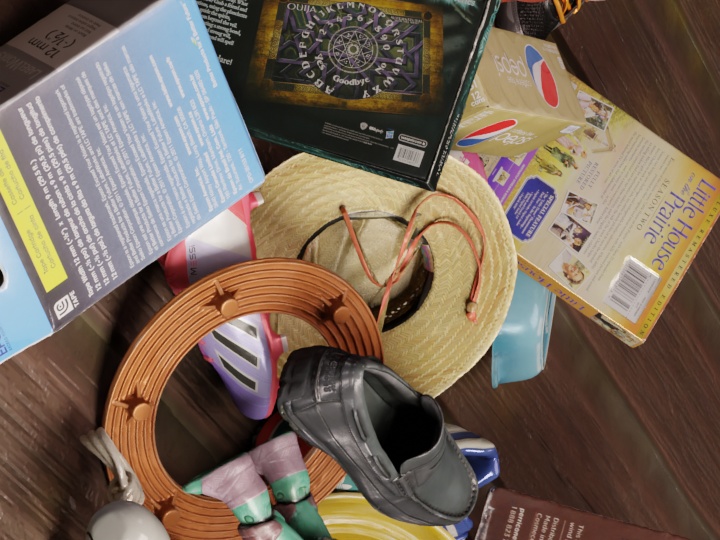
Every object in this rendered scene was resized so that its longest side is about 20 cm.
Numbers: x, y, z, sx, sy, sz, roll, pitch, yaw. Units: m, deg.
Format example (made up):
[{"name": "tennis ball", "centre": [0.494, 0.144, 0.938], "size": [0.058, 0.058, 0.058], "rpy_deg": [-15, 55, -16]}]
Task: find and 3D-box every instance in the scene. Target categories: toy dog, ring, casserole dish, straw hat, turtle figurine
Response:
[{"name": "toy dog", "centre": [-0.138, 0.202, 1.427], "size": [0.096, 0.132, 0.200], "rpy_deg": [-34, 128, -5]}, {"name": "ring", "centre": [-0.068, 0.087, 1.497], "size": [0.200, 0.019, 0.201], "rpy_deg": [-16, 122, -27]}, {"name": "casserole dish", "centre": [0.133, -0.003, 1.849], "size": [0.121, 0.039, 0.201], "rpy_deg": [78, 22, -65]}, {"name": "straw hat", "centre": [0.000, 0.000, 1.609], "size": [0.085, 0.200, 0.202], "rpy_deg": [-129, -142, -77]}, {"name": "turtle figurine", "centre": [-0.029, 0.201, 1.444], "size": [0.201, 0.100, 0.150], "rpy_deg": [65, 8, 3]}]

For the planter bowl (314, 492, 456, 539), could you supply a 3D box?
[{"name": "planter bowl", "centre": [-0.013, 0.247, 1.605], "size": [0.083, 0.199, 0.201], "rpy_deg": [154, -57, -85]}]

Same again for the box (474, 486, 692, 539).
[{"name": "box", "centre": [0.154, 0.283, 1.795], "size": [0.200, 0.163, 0.167], "rpy_deg": [82, 24, -68]}]

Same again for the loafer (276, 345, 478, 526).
[{"name": "loafer", "centre": [0.024, 0.108, 1.501], "size": [0.201, 0.070, 0.068], "rpy_deg": [43, 53, -46]}]

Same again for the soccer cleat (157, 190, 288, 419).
[{"name": "soccer cleat", "centre": [-0.093, 0.006, 1.504], "size": [0.067, 0.076, 0.201], "rpy_deg": [-121, -159, -60]}]

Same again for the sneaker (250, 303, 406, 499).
[{"name": "sneaker", "centre": [0.008, 0.092, 1.649], "size": [0.200, 0.093, 0.071], "rpy_deg": [-51, 136, -43]}]

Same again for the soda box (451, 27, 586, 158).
[{"name": "soda box", "centre": [0.088, -0.125, 1.671], "size": [0.200, 0.064, 0.068], "rpy_deg": [1, 66, -66]}]

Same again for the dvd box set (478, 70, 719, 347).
[{"name": "dvd box set", "centre": [0.162, -0.057, 1.792], "size": [0.147, 0.200, 0.029], "rpy_deg": [-58, -175, -17]}]

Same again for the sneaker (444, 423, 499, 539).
[{"name": "sneaker", "centre": [0.030, 0.178, 1.705], "size": [0.200, 0.088, 0.075], "rpy_deg": [-56, 141, -37]}]

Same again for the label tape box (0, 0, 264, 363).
[{"name": "label tape box", "centre": [-0.165, -0.061, 1.350], "size": [0.200, 0.066, 0.144], "rpy_deg": [-36, 129, -20]}]

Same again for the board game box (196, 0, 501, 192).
[{"name": "board game box", "centre": [-0.027, -0.139, 1.437], "size": [0.028, 0.199, 0.136], "rpy_deg": [43, 66, -73]}]

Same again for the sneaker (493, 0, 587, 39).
[{"name": "sneaker", "centre": [0.159, -0.236, 1.871], "size": [0.200, 0.077, 0.078], "rpy_deg": [-60, 143, -33]}]

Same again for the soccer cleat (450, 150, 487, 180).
[{"name": "soccer cleat", "centre": [0.021, -0.082, 1.669], "size": [0.200, 0.070, 0.087], "rpy_deg": [46, 47, -42]}]
